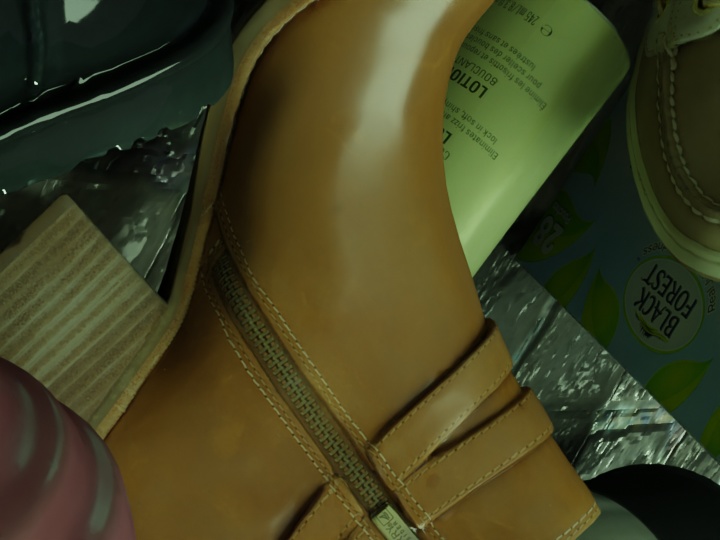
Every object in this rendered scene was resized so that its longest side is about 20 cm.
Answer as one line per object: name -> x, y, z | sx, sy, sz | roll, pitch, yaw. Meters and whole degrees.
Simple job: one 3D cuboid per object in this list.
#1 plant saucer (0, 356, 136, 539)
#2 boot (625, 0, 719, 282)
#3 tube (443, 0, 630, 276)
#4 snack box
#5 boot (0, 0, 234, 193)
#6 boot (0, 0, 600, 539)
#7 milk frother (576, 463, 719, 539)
plant saucer -> -0.144, 0.052, 0.512 | 0.200, 0.200, 0.051 | -28, 118, -38
boot -> 0.118, -0.111, 0.753 | 0.155, 0.072, 0.201 | 90, 9, -51
tube -> 0.000, 0.000, 0.783 | 0.052, 0.058, 0.200 | 44, 78, -21
snack box -> 0.149, -0.023, 0.844 | 0.068, 0.200, 0.169 | 29, 100, -25
boot -> -0.117, -0.081, 0.510 | 0.199, 0.076, 0.169 | -24, 132, -20
boot -> 0.011, 0.006, 0.693 | 0.200, 0.155, 0.077 | -44, -177, -6
milk frother -> 0.077, 0.181, 0.971 | 0.188, 0.200, 0.181 | 1, 126, -56
